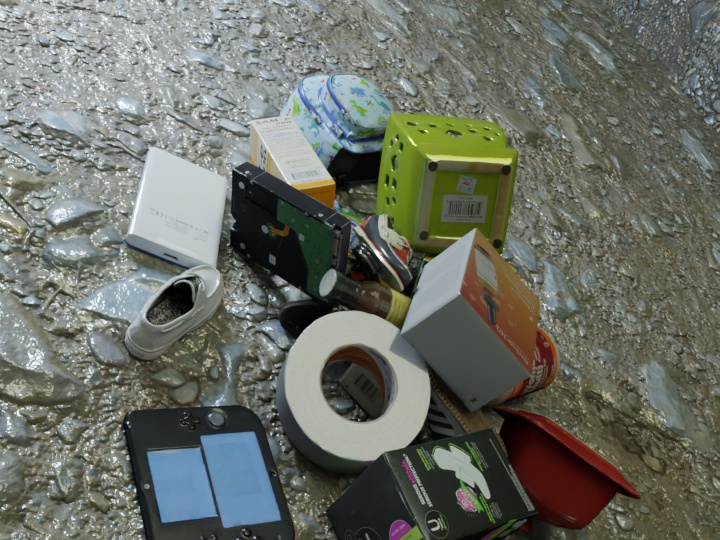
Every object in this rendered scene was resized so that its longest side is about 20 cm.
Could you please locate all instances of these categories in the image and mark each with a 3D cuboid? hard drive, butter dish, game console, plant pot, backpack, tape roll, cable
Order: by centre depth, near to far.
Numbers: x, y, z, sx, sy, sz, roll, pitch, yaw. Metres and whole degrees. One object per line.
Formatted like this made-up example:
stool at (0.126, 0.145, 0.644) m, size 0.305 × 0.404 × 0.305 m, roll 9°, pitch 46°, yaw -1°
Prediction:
game console at (-0.173, 0.246, 1.036) m, size 0.175 × 0.031 × 0.202 m, roll 7°, pitch 46°, yaw -37°
tape roll at (-0.009, 0.158, 1.177) m, size 0.197 × 0.066 × 0.203 m, roll 7°, pitch 64°, yaw -14°
butter dish at (0.256, 0.299, 1.267) m, size 0.199 × 0.149 × 0.199 m, roll 36°, pitch -8°, yaw -4°
hard drive at (-0.103, -0.053, 1.278) m, size 0.198 × 0.141 × 0.038 m, roll 30°, pitch 44°, yaw 26°
cable at (0.000, 0.000, 1.297) m, size 0.098 × 0.050 × 0.200 m, roll 56°, pitch -3°, yaw -9°
hard drive at (-0.267, -0.090, 1.324) m, size 0.130 × 0.025 × 0.202 m, roll 23°, pitch 39°, yaw -21°
plant pot at (0.142, -0.128, 1.433) m, size 0.196 × 0.202 × 0.182 m, roll 2°, pitch 21°, yaw -12°
backpack at (-0.032, -0.271, 1.623) m, size 0.200 × 0.148 × 0.182 m, roll 49°, pitch 35°, yaw 19°

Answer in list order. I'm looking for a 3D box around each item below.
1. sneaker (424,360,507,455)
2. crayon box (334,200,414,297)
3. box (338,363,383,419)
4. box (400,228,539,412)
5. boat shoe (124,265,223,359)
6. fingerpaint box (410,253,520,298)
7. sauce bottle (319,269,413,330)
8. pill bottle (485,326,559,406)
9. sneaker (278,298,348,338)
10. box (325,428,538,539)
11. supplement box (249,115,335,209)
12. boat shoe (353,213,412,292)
sneaker at (0.111, 0.203, 1.250) m, size 0.070 × 0.108 × 0.202 m, roll -21°, pitch 75°, yaw -45°
crayon box at (0.007, -0.015, 1.458) m, size 0.199 × 0.052 × 0.126 m, roll 35°, pitch 36°, yaw -5°
box at (0.058, 0.130, 1.329) m, size 0.082 × 0.069 × 0.200 m, roll 44°, pitch 37°, yaw 7°
box at (0.157, 0.064, 1.237) m, size 0.152 × 0.106 × 0.201 m, roll 47°, pitch 28°, yaw -12°
boat shoe at (-0.234, 0.038, 1.176) m, size 0.072 × 0.069 × 0.200 m, roll 42°, pitch 36°, yaw 6°
fingerpaint box at (0.175, 0.021, 1.463) m, size 0.164 × 0.074 × 0.200 m, roll 21°, pitch 15°, yaw 3°
sauce bottle at (0.031, 0.054, 1.256) m, size 0.198 × 0.065 × 0.065 m, roll 27°, pitch 36°, yaw -28°
pill bottle at (0.218, 0.151, 1.409) m, size 0.198 × 0.110 × 0.110 m, roll -8°, pitch 55°, yaw -45°
sneaker at (-0.027, 0.061, 1.338) m, size 0.196 × 0.061 × 0.104 m, roll 3°, pitch 18°, yaw -11°
box at (0.087, 0.297, 1.103) m, size 0.198 × 0.149 × 0.125 m, roll -1°, pitch 52°, yaw -42°
supplement box at (-0.109, -0.131, 1.378) m, size 0.072 × 0.128 × 0.201 m, roll -11°, pitch 41°, yaw -20°
boat shoe at (0.044, -0.032, 1.333) m, size 0.072 × 0.062 × 0.200 m, roll 66°, pitch -4°, yaw -26°
